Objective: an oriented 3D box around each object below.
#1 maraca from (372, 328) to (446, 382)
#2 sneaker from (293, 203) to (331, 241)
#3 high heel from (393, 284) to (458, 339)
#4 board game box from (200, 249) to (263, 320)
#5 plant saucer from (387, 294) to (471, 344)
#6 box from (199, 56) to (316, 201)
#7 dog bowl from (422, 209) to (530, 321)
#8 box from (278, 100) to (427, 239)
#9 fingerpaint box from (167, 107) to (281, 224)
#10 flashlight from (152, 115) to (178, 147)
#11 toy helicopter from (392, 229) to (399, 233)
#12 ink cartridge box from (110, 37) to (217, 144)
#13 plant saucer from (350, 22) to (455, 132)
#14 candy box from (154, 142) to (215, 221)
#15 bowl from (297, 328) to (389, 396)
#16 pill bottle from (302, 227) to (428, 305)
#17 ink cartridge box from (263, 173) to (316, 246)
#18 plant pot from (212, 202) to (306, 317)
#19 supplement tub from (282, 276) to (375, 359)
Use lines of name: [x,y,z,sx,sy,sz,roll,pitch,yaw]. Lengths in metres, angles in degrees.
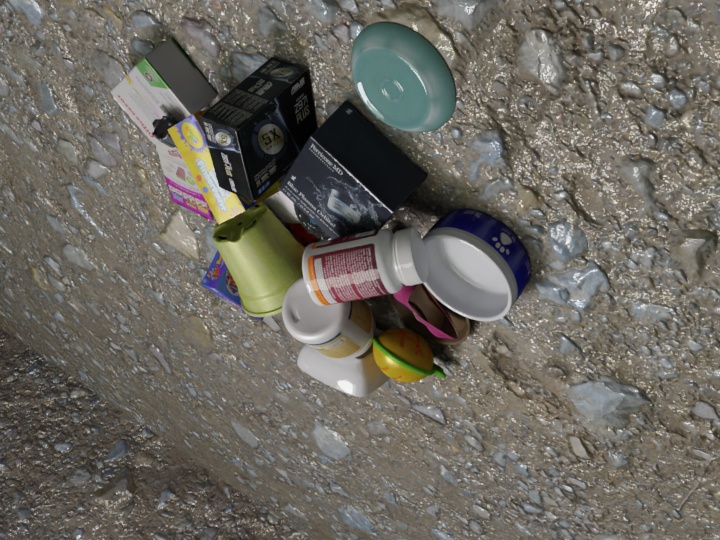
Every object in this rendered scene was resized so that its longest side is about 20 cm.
maraca: [0.104,0.183,1.814,0.200,0.107,0.137,22,-164,-48]
sneaker: [-0.064,-0.100,1.700,0.073,0.082,0.200,6,136,46]
high heel: [0.129,0.062,1.636,0.096,0.068,0.200,29,168,36]
board game box: [-0.260,0.014,1.940,0.045,0.135,0.200,17,165,33]
plant saucer: [0.141,0.069,1.736,0.199,0.029,0.201,28,145,22]
box: [-0.173,-0.251,1.523,0.086,0.200,0.164,24,144,26]
dog bowl: [0.199,-0.009,1.529,0.199,0.079,0.201,28,146,21]
box: [-0.019,-0.160,1.549,0.197,0.117,0.200,42,148,-1]
fingerpaint box: [-0.255,-0.211,1.645,0.073,0.167,0.201,-23,100,28]
flashlight: [-0.328,-0.246,1.740,0.067,0.068,0.200,-17,155,29]
toy helicopter: [0.000,0.000,1.647,0.132,0.199,0.079,-26,90,57]
ink cartridge box: [-0.404,-0.361,1.753,0.145,0.084,0.200,51,147,-16]
plant saucer: [0.058,-0.297,1.372,0.199,0.036,0.200,28,146,21]
candy box: [-0.377,-0.220,1.919,0.136,0.061,0.201,26,146,25]
bowl: [-0.020,0.178,1.902,0.199,0.200,0.075,22,125,27]
pill bottle: [0.010,-0.009,1.493,0.199,0.114,0.114,-11,126,20]
ink cartridge box: [-0.125,-0.110,1.791,0.162,0.057,0.201,6,129,44]
plant pot: [-0.210,-0.038,1.800,0.200,0.201,0.185,6,139,43]
supplement tub: [-0.058,0.099,1.751,0.144,0.145,0.200,23,171,27]
